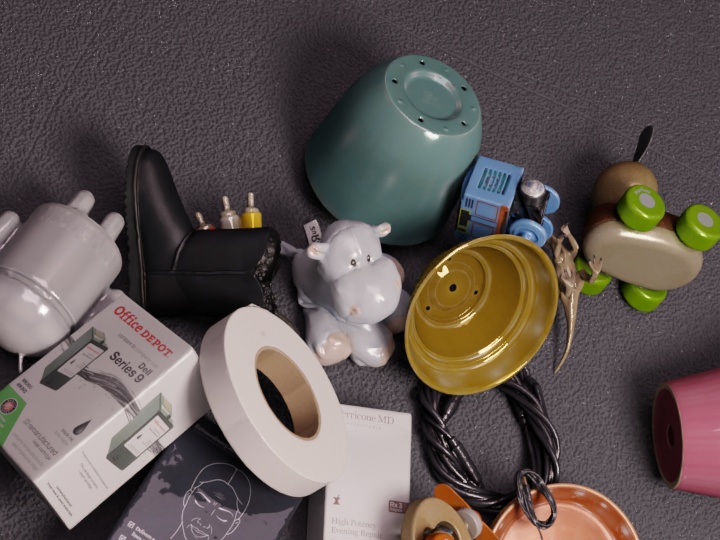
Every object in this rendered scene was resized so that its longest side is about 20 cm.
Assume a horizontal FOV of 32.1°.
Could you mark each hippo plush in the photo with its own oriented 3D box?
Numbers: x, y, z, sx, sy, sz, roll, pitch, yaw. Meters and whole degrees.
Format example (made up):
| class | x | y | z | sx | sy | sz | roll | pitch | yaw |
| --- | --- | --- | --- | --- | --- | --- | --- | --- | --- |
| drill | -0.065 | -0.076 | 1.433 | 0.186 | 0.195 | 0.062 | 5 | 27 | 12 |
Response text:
| class | x | y | z | sx | sy | sz | roll | pitch | yaw |
| --- | --- | --- | --- | --- | --- | --- | --- | --- | --- |
| hippo plush | 0.000 | 0.000 | 1.431 | 0.158 | 0.161 | 0.201 | -17 | 74 | -25 |

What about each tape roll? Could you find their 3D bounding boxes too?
| class | x | y | z | sx | sy | sz | roll | pitch | yaw |
| --- | --- | --- | --- | --- | --- | --- | --- | --- | --- |
| tape roll | -0.086 | 0.131 | 1.279 | 0.203 | 0.037 | 0.204 | 46 | 24 | -27 |

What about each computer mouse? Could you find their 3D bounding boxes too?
| class | x | y | z | sx | sy | sz | roll | pitch | yaw |
| --- | --- | --- | --- | --- | --- | --- | --- | --- | --- |
| computer mouse | 0.197 | 0.319 | 1.380 | 0.058 | 0.034 | 0.202 | -3 | 75 | -19 |

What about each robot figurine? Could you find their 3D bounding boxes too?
| class | x | y | z | sx | sy | sz | roll | pitch | yaw |
| --- | --- | --- | --- | --- | --- | --- | --- | --- | --- |
| robot figurine | -0.332 | 0.009 | 1.333 | 0.169 | 0.113 | 0.201 | 34 | 60 | -5 |

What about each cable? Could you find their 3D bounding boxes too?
| class | x | y | z | sx | sy | sz | roll | pitch | yaw |
| --- | --- | --- | --- | --- | --- | --- | --- | --- | --- |
| cable | 0.151 | 0.193 | 1.462 | 0.162 | 0.051 | 0.202 | -1 | 68 | -20 |
| cable | -0.136 | 0.017 | 1.431 | 0.096 | 0.050 | 0.202 | -20 | 82 | 7 |

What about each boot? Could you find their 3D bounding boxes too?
| class | x | y | z | sx | sy | sz | roll | pitch | yaw |
| --- | --- | --- | --- | --- | --- | --- | --- | --- | --- |
| boot | -0.171 | -0.041 | 1.383 | 0.166 | 0.076 | 0.202 | -2 | 88 | 7 |

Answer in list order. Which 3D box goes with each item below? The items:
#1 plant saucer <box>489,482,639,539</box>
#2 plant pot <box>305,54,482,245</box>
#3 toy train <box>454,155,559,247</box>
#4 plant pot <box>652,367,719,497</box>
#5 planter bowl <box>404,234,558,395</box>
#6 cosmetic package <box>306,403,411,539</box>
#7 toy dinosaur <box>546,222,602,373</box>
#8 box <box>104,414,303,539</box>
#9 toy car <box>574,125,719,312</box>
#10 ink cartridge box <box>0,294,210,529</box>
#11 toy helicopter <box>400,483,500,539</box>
| class | x | y | z | sx | sy | sz | roll | pitch | yaw |
| --- | --- | --- | --- | --- | --- | --- | --- | --- | --- |
| plant saucer | 0.226 | 0.342 | 1.412 | 0.198 | 0.032 | 0.202 | 2 | 80 | -14 |
| plant pot | 0.054 | -0.158 | 1.500 | 0.199 | 0.161 | 0.202 | 15 | 51 | -19 |
| toy train | 0.168 | -0.042 | 1.499 | 0.113 | 0.201 | 0.087 | 19 | 53 | 11 |
| plant pot | 0.454 | 0.194 | 1.503 | 0.177 | 0.200 | 0.202 | -2 | 67 | -4 |
| planter bowl | 0.122 | 0.035 | 1.444 | 0.199 | 0.202 | 0.083 | -9 | 29 | -23 |
| cosmetic package | -0.002 | 0.253 | 1.367 | 0.101 | 0.074 | 0.202 | 9 | 65 | -17 |
| toy dinosaur | 0.259 | 0.017 | 1.554 | 0.058 | 0.101 | 0.202 | -5 | 71 | -11 |
| box | -0.170 | 0.272 | 1.276 | 0.148 | 0.107 | 0.201 | 34 | 60 | -2 |
| toy car | 0.358 | -0.082 | 1.612 | 0.156 | 0.165 | 0.201 | 16 | 50 | -12 |
| ink cartridge box | -0.264 | 0.135 | 1.261 | 0.200 | 0.084 | 0.146 | -41 | 44 | -20 |
| toy helicopter | 0.114 | 0.316 | 1.332 | 0.200 | 0.079 | 0.133 | 48 | 41 | -21 |
